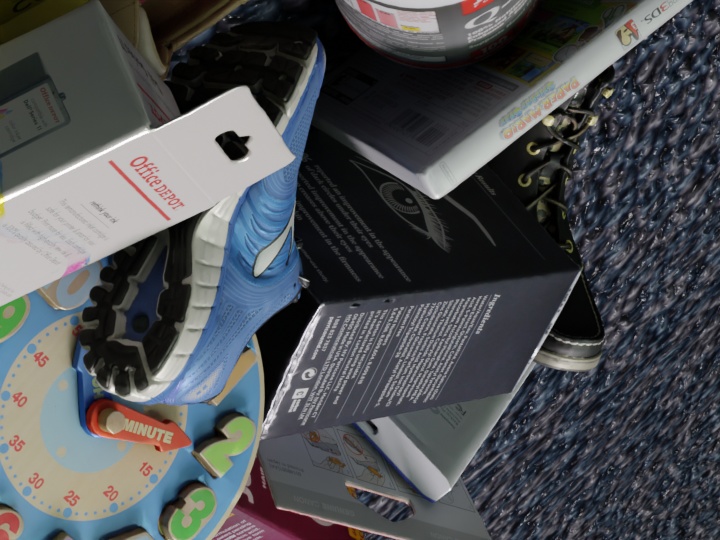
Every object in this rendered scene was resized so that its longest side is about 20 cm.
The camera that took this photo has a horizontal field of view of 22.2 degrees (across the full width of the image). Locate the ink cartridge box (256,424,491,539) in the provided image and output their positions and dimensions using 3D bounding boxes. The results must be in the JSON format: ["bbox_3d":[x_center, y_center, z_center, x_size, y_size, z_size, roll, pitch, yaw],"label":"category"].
[{"bbox_3d":[-0.018,0.102,1.121,0.200,0.176,0.045,22,126,-43],"label":"ink cartridge box"}]

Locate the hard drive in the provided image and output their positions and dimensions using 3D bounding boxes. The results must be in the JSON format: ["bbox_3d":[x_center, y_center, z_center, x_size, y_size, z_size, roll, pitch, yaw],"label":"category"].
[{"bbox_3d":[0.041,0.047,1.179,0.025,0.132,0.200,-42,-177,34],"label":"hard drive"}]

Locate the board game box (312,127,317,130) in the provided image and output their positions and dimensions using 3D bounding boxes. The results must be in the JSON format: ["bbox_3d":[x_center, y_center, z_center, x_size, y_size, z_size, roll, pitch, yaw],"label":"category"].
[{"bbox_3d":[-0.034,-0.032,1.159,0.200,0.023,0.105,-49,151,16],"label":"board game box"}]

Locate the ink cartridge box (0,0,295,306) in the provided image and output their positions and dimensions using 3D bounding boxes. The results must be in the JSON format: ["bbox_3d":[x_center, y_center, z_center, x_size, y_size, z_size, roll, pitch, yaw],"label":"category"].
[{"bbox_3d":[-0.139,-0.047,0.802,0.200,0.067,0.117,-25,164,2],"label":"ink cartridge box"}]

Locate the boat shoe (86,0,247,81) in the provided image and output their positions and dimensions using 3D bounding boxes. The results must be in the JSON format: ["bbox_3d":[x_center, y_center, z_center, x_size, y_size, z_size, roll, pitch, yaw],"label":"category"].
[{"bbox_3d":[-0.112,-0.118,0.858,0.200,0.069,0.074,-40,154,-4],"label":"boat shoe"}]

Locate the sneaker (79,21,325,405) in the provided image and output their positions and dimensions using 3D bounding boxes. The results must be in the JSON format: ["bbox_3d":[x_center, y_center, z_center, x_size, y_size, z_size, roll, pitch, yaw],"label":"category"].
[{"bbox_3d":[-0.066,-0.027,0.898,0.089,0.079,0.200,30,82,-57],"label":"sneaker"}]

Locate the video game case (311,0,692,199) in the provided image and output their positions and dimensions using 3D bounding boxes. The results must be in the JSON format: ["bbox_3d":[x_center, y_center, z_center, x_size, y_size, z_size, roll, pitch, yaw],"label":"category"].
[{"bbox_3d":[0.070,-0.121,0.995,0.182,0.200,0.023,-38,114,-7],"label":"video game case"}]

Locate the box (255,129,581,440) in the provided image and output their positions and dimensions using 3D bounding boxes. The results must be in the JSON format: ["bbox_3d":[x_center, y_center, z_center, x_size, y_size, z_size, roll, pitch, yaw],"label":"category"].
[{"bbox_3d":[0.000,0.000,1.063,0.200,0.148,0.104,-6,134,-38],"label":"box"}]

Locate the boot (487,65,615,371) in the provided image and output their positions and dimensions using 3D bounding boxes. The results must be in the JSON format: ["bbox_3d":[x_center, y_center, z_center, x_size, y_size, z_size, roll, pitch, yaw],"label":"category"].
[{"bbox_3d":[0.114,-0.053,1.141,0.073,0.204,0.154,3,130,-27],"label":"boot"}]

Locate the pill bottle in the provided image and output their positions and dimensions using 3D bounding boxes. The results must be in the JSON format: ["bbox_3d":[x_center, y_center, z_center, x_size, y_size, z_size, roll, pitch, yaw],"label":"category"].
[{"bbox_3d":[0.031,-0.170,0.867,0.116,0.116,0.200,-41,172,1],"label":"pill bottle"}]

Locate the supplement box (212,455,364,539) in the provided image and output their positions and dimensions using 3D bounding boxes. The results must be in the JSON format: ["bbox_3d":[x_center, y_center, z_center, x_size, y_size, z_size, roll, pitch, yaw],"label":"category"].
[{"bbox_3d":[-0.086,0.137,1.172,0.086,0.110,0.200,-27,144,21],"label":"supplement box"}]

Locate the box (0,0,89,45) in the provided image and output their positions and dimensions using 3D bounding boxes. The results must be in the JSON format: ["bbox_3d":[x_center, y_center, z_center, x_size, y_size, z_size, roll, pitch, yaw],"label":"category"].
[{"bbox_3d":[-0.151,-0.142,0.789,0.200,0.050,0.075,-32,155,-16],"label":"box"}]

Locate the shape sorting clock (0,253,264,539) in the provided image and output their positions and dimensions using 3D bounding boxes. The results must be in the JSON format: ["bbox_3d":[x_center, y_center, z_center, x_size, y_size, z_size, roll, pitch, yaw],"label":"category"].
[{"bbox_3d":[-0.132,0.072,0.911,0.200,0.039,0.200,-4,96,-38],"label":"shape sorting clock"}]
